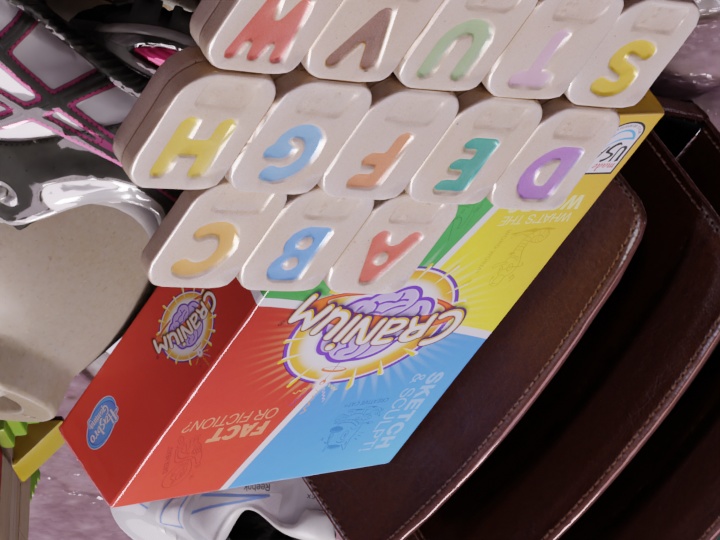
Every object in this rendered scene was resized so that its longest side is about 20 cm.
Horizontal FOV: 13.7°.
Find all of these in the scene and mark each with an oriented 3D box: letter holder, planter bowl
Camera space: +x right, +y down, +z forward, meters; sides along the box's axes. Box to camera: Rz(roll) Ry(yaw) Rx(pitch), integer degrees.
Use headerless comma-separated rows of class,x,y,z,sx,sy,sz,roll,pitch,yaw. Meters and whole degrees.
letter holder,0.083,0.048,1.191,0.100,0.142,0.200,5,132,-46
planter bowl,-0.151,-0.022,1.086,0.200,0.135,0.200,12,169,2

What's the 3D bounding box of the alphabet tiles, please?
alphabet tiles,0.020,-0.061,0.951,0.200,0.015,0.196,2,135,-44

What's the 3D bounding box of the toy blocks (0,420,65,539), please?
toy blocks,-0.204,0.130,1.490,0.100,0.137,0.200,-3,156,5

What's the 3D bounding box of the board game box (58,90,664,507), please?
board game box,0.000,0.000,1.091,0.153,0.040,0.200,-6,142,-46

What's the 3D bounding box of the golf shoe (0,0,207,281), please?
golf shoe,-0.123,-0.060,0.962,0.200,0.088,0.077,17,-178,-13

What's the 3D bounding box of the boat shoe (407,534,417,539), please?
boat shoe,0.041,0.117,1.334,0.200,0.068,0.072,-28,156,-9

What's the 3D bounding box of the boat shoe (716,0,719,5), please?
boat shoe,0.141,-0.114,1.036,0.073,0.066,0.200,-19,150,35

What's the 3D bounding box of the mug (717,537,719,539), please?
mug,0.122,0.101,1.440,0.185,0.115,0.152,-28,-178,0

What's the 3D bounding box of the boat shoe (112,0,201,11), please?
boat shoe,-0.059,-0.122,1.022,0.200,0.074,0.066,18,176,-25

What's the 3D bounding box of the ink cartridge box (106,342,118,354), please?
ink cartridge box,-0.041,0.014,1.315,0.115,0.068,0.200,-10,154,23

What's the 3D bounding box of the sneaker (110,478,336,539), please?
sneaker,-0.063,0.111,1.353,0.075,0.087,0.200,11,159,-23
